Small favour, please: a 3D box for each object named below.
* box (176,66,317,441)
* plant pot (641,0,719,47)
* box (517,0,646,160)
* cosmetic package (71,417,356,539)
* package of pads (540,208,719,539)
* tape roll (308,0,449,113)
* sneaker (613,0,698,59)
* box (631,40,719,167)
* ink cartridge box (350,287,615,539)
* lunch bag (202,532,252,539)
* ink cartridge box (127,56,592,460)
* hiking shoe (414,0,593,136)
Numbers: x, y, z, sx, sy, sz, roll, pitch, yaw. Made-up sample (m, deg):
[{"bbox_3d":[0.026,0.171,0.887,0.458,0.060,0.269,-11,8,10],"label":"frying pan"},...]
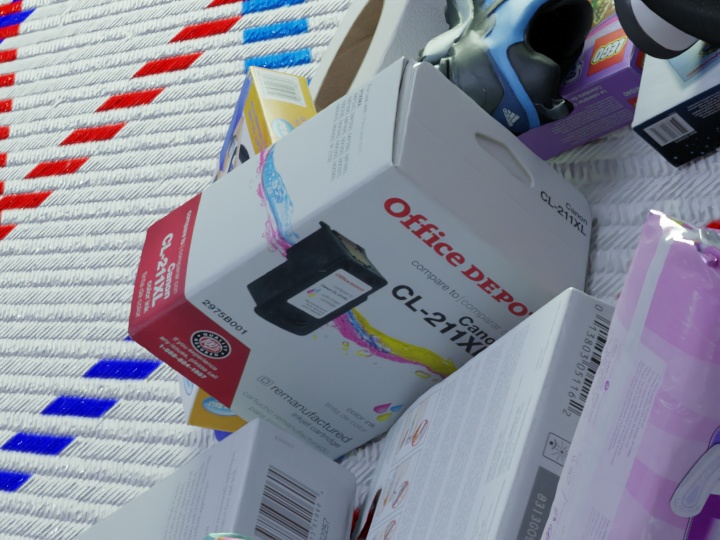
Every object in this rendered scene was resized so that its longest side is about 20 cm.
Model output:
[{"bbox_3d":[-0.070,-0.002,1.480,0.119,0.041,0.201,-108,36,-58],"label":"box"},{"bbox_3d":[0.225,-0.168,1.081,0.177,0.199,0.201,-169,90,-67],"label":"plant pot"},{"bbox_3d":[0.104,-0.122,1.440,0.200,0.039,0.137,-23,39,44],"label":"box"},{"bbox_3d":[-0.095,0.169,1.347,0.200,0.074,0.102,-35,31,41],"label":"cosmetic package"},{"bbox_3d":[0.137,0.082,0.964,0.076,0.120,0.201,-130,53,-62],"label":"package of pads"},{"bbox_3d":[0.005,-0.111,1.520,0.203,0.037,0.203,-59,13,22],"label":"tape roll"},{"bbox_3d":[0.203,-0.196,1.256,0.202,0.067,0.108,-58,23,-19],"label":"sneaker"},{"bbox_3d":[0.229,-0.147,1.275,0.200,0.038,0.137,-26,36,41],"label":"box"},{"bbox_3d":[0.052,0.116,1.244,0.200,0.047,0.161,-43,23,55],"label":"ink cartridge box"},{"bbox_3d":[-0.021,0.233,1.109,0.170,0.121,0.201,24,98,59],"label":"lunch bag"},{"bbox_3d":[0.000,0.000,1.333,0.200,0.146,0.083,-32,34,35],"label":"ink cartridge box"},{"bbox_3d":[0.088,-0.137,1.384,0.086,0.075,0.201,-7,45,22],"label":"hiking shoe"}]
